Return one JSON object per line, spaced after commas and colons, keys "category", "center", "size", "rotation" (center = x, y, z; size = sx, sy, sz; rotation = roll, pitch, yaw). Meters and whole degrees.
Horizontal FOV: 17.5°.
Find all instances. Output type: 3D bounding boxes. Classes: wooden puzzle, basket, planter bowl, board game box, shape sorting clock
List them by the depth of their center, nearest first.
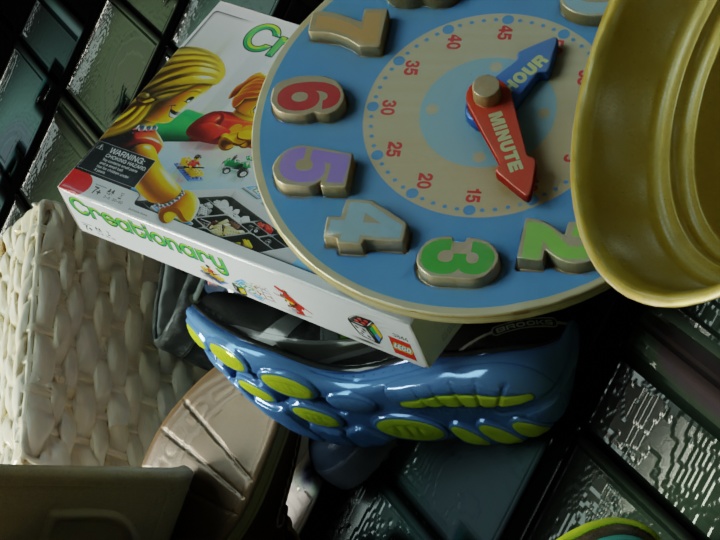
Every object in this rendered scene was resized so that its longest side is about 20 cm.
{"category": "planter bowl", "center": [0.166, -0.068, 0.828], "size": [0.200, 0.083, 0.200], "rotation": [-43, 35, 41]}
{"category": "shape sorting clock", "center": [0.053, -0.065, 0.964], "size": [0.039, 0.200, 0.200], "rotation": [80, -169, -55]}
{"category": "board game box", "center": [-0.019, -0.043, 1.024], "size": [0.200, 0.035, 0.126], "rotation": [21, 60, 32]}
{"category": "wooden puzzle", "center": [-0.177, 0.166, 1.051], "size": [0.046, 0.200, 0.185], "rotation": [30, 105, 34]}
{"category": "basket", "center": [-0.158, 0.080, 1.277], "size": [0.123, 0.136, 0.200], "rotation": [-41, 36, 37]}

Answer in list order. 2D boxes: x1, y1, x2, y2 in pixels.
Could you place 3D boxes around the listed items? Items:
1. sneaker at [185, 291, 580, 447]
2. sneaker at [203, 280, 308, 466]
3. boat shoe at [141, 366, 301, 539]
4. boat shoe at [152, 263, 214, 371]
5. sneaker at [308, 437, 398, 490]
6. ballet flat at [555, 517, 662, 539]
{"category": "sneaker", "center": [0.012, 0.030, 1.033], "size": [0.200, 0.071, 0.083], "rotation": [1, 54, 35]}
{"category": "sneaker", "center": [-0.056, 0.014, 1.194], "size": [0.075, 0.085, 0.200], "rotation": [-24, 50, 56]}
{"category": "boat shoe", "center": [-0.067, 0.131, 1.141], "size": [0.072, 0.072, 0.200], "rotation": [33, 108, 39]}
{"category": "boat shoe", "center": [-0.079, -0.032, 1.289], "size": [0.072, 0.071, 0.200], "rotation": [-46, 33, 38]}
{"category": "sneaker", "center": [0.000, 0.000, 1.099], "size": [0.070, 0.082, 0.200], "rotation": [6, 77, 64]}
{"category": "ballet flat", "center": [0.052, 0.173, 0.894], "size": [0.200, 0.067, 0.067], "rotation": [-64, 12, 11]}
